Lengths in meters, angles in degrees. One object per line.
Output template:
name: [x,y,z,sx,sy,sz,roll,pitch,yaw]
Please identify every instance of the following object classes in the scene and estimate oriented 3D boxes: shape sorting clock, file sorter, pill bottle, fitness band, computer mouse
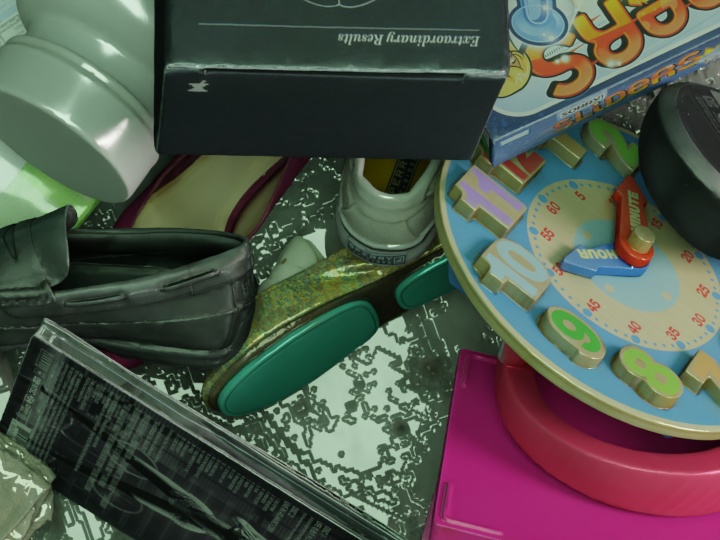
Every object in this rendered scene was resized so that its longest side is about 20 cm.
shape sorting clock: [0.125,-0.003,1.350,0.199,0.200,0.039,29,128,0]
file sorter: [0.124,0.148,1.365,0.199,0.139,0.126,14,123,-1]
pill bottle: [-0.095,-0.138,1.379,0.119,0.120,0.200,33,72,0]
fitness band: [0.141,0.043,1.376,0.143,0.200,0.038,24,127,7]
computer mouse: [0.193,-0.034,1.377,0.053,0.199,0.139,-43,59,28]

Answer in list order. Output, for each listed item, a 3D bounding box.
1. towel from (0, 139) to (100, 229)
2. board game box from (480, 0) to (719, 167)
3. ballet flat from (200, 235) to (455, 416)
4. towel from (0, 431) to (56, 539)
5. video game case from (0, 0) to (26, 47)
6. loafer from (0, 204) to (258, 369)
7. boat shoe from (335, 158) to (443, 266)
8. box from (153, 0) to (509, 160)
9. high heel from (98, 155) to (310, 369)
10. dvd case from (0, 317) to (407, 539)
towel: [-0.234,-0.058,1.407,0.200,0.031,0.149,38,86,1]
board game box: [0.121,-0.151,1.350,0.199,0.034,0.136,-26,72,-5]
ballet flat: [0.000,0.000,1.424,0.199,0.071,0.071,-30,87,-4]
towel: [-0.256,0.097,1.399,0.200,0.034,0.133,38,98,2]
video game case: [-0.223,-0.107,1.438,0.200,0.023,0.183,-34,88,-4]
loafer: [-0.148,0.000,1.358,0.199,0.068,0.071,5,123,-5]
boat shoe: [0.031,-0.102,1.396,0.071,0.070,0.201,16,61,5]
box: [-0.016,-0.160,1.275,0.148,0.107,0.201,2,71,-6]
high heel: [-0.078,-0.034,1.400,0.067,0.096,0.200,35,84,4]
dvd case: [-0.079,0.106,1.367,0.199,0.149,0.016,32,61,0]
